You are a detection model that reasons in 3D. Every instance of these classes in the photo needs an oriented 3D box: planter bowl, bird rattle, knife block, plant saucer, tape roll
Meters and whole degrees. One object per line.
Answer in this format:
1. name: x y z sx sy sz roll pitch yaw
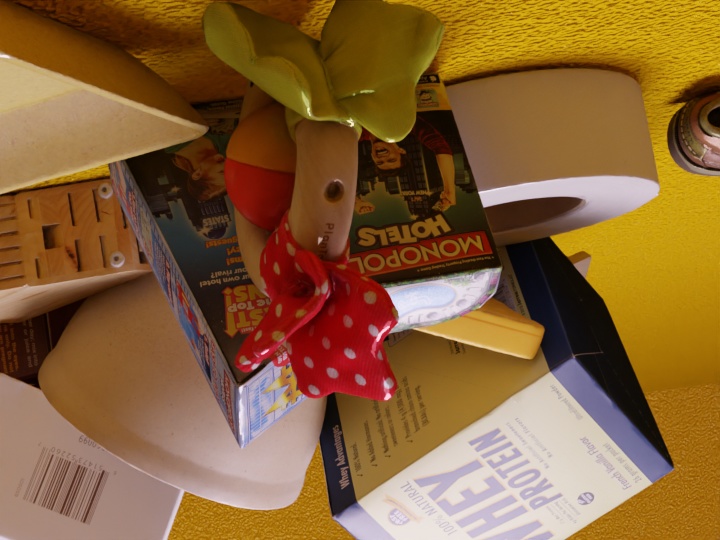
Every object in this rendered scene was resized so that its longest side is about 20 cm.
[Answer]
1. planter bowl: -0.102 0.053 1.201 0.199 0.135 0.200 27 -170 -5
2. bird rattle: -0.023 -0.041 0.862 0.112 0.202 0.163 -6 -167 -17
3. knife block: -0.237 -0.001 1.200 0.198 0.065 0.176 -10 171 -4
4. plant saucer: -0.203 -0.080 0.835 0.199 0.049 0.200 -13 170 21
5. tape roll: 0.090 -0.067 1.129 0.201 0.071 0.203 -10 170 -2

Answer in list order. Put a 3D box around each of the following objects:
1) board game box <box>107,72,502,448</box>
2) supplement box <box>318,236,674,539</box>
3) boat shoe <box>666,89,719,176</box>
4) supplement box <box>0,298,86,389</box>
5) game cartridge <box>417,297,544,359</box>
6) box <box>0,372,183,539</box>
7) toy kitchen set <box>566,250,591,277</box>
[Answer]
1. board game box: -0.031 -0.007 0.963 0.198 0.201 0.062 -8 142 -7
2. supplement box: 0.084 0.094 1.250 0.199 0.201 0.134 -35 123 15
3. boat shoe: 0.310 -0.095 1.174 0.198 0.073 0.068 -8 171 -9
4. supplement box: -0.278 0.053 1.348 0.199 0.104 0.131 -16 167 28
5. game cartridge: 0.000 0.000 1.160 0.175 0.033 0.200 16 -174 -34
6. box: -0.218 0.165 1.273 0.151 0.107 0.200 22 163 -9
7. toy kitchen set: 0.063 0.059 1.485 0.163 0.201 0.180 31 -146 33
